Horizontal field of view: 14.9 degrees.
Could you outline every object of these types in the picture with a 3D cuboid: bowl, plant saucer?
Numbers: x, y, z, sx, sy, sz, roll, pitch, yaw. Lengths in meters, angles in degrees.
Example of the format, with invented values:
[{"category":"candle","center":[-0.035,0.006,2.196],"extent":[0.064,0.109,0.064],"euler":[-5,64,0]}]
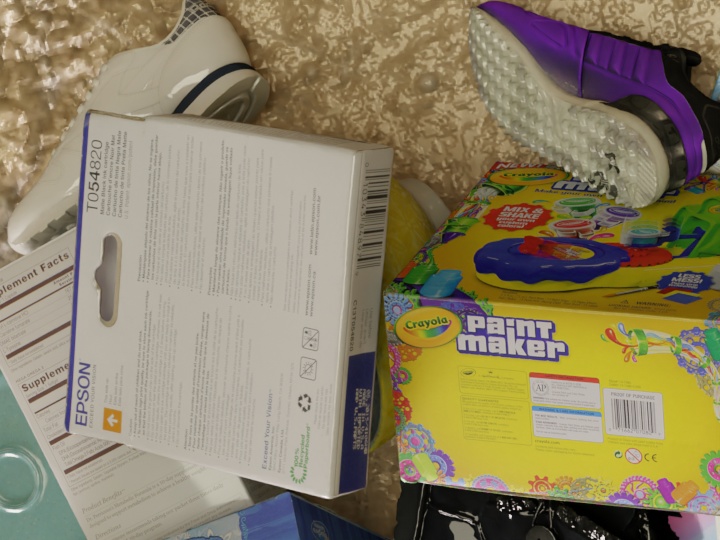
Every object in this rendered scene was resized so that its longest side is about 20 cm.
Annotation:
[{"category":"bowl","center":[0.000,0.000,1.657],"extent":[0.108,0.200,0.200],"euler":[-26,87,-23]},{"category":"plant saucer","center":[-0.220,0.133,1.789],"extent":[0.200,0.036,0.200],"euler":[2,96,16]}]

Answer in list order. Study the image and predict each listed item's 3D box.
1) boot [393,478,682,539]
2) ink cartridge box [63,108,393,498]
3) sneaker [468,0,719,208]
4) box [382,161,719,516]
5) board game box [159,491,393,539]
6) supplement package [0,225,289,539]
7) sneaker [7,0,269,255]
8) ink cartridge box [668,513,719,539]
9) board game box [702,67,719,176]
[{"category":"boot","center":[0.102,0.188,1.615],"extent":[0.168,0.076,0.200],"euler":[10,101,33]},{"category":"ink cartridge box","center":[-0.077,0.014,1.569],"extent":[0.200,0.041,0.200],"euler":[11,101,34]},{"category":"sneaker","center":[0.147,-0.108,1.626],"extent":[0.200,0.099,0.070],"euler":[42,148,42]},{"category":"box","center":[0.143,0.034,1.564],"extent":[0.200,0.193,0.122],"euler":[4,116,22]},{"category":"board game box","center":[-0.083,0.204,1.670],"extent":[0.199,0.200,0.043],"euler":[-21,66,19]},{"category":"supplement package","center":[-0.136,0.070,1.686],"extent":[0.109,0.114,0.200],"euler":[-27,89,17]},{"category":"sneaker","center":[-0.149,-0.085,1.734],"extent":[0.200,0.076,0.081],"euler":[-38,72,13]},{"category":"ink cartridge box","center":[0.172,0.167,1.660],"extent":[0.200,0.059,0.104],"euler":[-25,88,18]},{"category":"board game box","center":[0.296,-0.056,1.613],"extent":[0.200,0.034,0.135],"euler":[20,101,14]}]
